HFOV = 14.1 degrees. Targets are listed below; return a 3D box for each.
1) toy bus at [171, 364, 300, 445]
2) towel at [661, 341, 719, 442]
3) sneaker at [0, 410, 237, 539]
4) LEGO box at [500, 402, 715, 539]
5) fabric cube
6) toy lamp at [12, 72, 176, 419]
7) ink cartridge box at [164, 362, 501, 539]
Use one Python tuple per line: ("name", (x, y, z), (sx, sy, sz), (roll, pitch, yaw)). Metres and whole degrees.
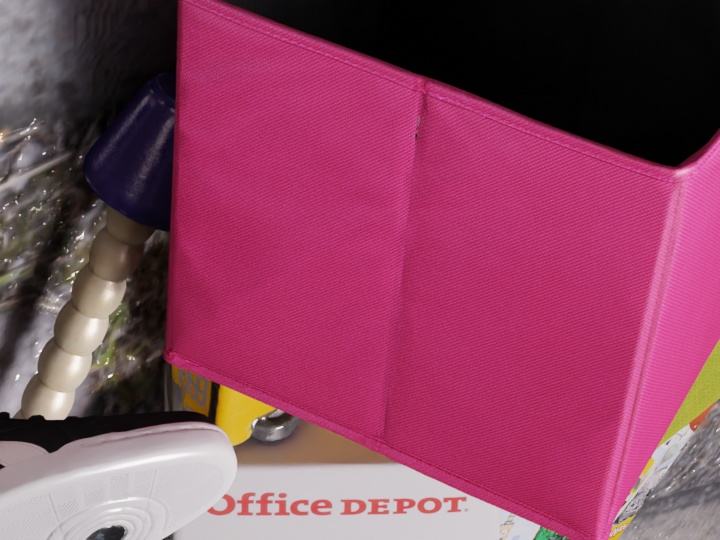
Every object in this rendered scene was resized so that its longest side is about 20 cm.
("toy bus", (0.000, 0.000, 1.270), (0.200, 0.078, 0.065), (-26, 144, -32))
("towel", (0.165, 0.049, 1.424), (0.200, 0.018, 0.086), (-36, 147, -19))
("sneaker", (-0.156, 0.065, 1.105), (0.200, 0.112, 0.073), (-19, 146, -6))
("LEGO box", (0.068, 0.091, 1.459), (0.200, 0.077, 0.149), (10, 118, -55))
("fabric cube", (0.056, -0.055, 1.108), (0.196, 0.200, 0.199), (-54, 159, -41))
("toy lamp", (-0.106, 0.011, 1.174), (0.058, 0.058, 0.200), (-6, 132, -48))
("ink cartridge box", (-0.015, 0.139, 1.312), (0.146, 0.084, 0.200), (-1, 125, -3))
